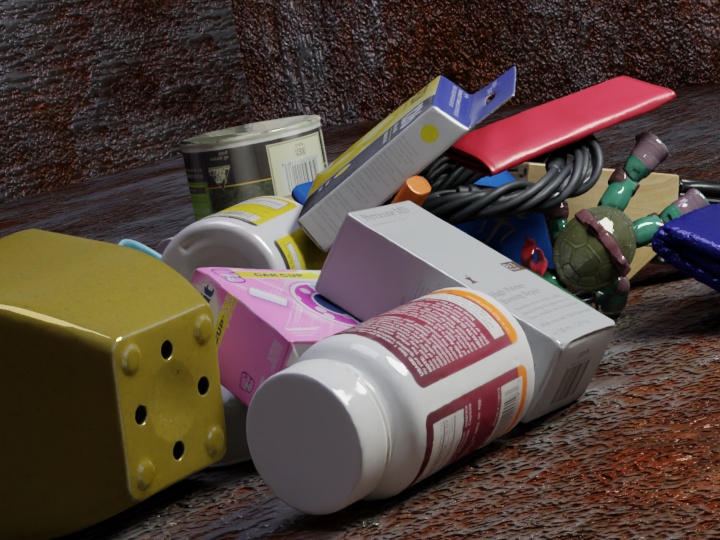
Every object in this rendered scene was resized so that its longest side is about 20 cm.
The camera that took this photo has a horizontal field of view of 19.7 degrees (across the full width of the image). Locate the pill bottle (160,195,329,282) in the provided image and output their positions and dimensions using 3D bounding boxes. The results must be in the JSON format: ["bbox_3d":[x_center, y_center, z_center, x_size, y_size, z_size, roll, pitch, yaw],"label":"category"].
[{"bbox_3d":[-0.085,-0.002,1.708,0.110,0.112,0.200,-8,8,18],"label":"pill bottle"}]

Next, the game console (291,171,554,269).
[{"bbox_3d":[0.060,-0.018,1.871,0.199,0.172,0.118,-14,1,-20],"label":"game console"}]

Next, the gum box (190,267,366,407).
[{"bbox_3d":[-0.028,0.052,1.561,0.199,0.067,0.113,1,27,-47],"label":"gum box"}]

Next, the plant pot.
[{"bbox_3d":[-0.207,0.086,1.470,0.199,0.196,0.195,2,14,32],"label":"plant pot"}]

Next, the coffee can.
[{"bbox_3d":[-0.092,-0.044,2.081,0.145,0.202,0.146,-10,8,1],"label":"coffee can"}]

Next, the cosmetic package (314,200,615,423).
[{"bbox_3d":[0.077,0.027,1.533,0.199,0.074,0.101,33,22,22],"label":"cosmetic package"}]

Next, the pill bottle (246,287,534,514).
[{"bbox_3d":[0.021,0.088,1.394,0.114,0.115,0.200,-4,11,38],"label":"pill bottle"}]

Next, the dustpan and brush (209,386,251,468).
[{"bbox_3d":[-0.071,0.117,1.560,0.139,0.058,0.199,-31,12,-33],"label":"dustpan and brush"}]

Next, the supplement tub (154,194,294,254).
[{"bbox_3d":[-0.079,0.008,1.918,0.199,0.147,0.145,-15,10,-30],"label":"supplement tub"}]

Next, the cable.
[{"bbox_3d":[0.110,-0.072,1.747,0.163,0.051,0.199,13,32,44],"label":"cable"}]

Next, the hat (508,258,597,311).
[{"bbox_3d":[0.083,0.078,1.682,0.165,0.177,0.200,22,9,-24],"label":"hat"}]

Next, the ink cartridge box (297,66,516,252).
[{"bbox_3d":[0.040,-0.109,1.723,0.200,0.047,0.198,-41,6,11],"label":"ink cartridge box"}]

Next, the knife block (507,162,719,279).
[{"bbox_3d":[0.257,-0.071,1.942,0.175,0.200,0.064,-43,13,-12],"label":"knife block"}]

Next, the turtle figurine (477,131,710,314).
[{"bbox_3d":[0.201,-0.022,1.790,0.200,0.150,0.101,-38,20,-8],"label":"turtle figurine"}]

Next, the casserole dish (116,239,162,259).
[{"bbox_3d":[-0.139,0.050,1.719,0.039,0.199,0.121,-49,22,19],"label":"casserole dish"}]

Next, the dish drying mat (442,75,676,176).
[{"bbox_3d":[0.168,-0.123,1.755,0.199,0.018,0.077,-22,26,-27],"label":"dish drying mat"}]

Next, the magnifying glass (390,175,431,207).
[{"bbox_3d":[0.000,0.000,1.677,0.079,0.022,0.200,-24,-24,-50],"label":"magnifying glass"}]

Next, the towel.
[{"bbox_3d":[0.347,-0.013,1.737,0.147,0.050,0.199,26,25,30],"label":"towel"}]
